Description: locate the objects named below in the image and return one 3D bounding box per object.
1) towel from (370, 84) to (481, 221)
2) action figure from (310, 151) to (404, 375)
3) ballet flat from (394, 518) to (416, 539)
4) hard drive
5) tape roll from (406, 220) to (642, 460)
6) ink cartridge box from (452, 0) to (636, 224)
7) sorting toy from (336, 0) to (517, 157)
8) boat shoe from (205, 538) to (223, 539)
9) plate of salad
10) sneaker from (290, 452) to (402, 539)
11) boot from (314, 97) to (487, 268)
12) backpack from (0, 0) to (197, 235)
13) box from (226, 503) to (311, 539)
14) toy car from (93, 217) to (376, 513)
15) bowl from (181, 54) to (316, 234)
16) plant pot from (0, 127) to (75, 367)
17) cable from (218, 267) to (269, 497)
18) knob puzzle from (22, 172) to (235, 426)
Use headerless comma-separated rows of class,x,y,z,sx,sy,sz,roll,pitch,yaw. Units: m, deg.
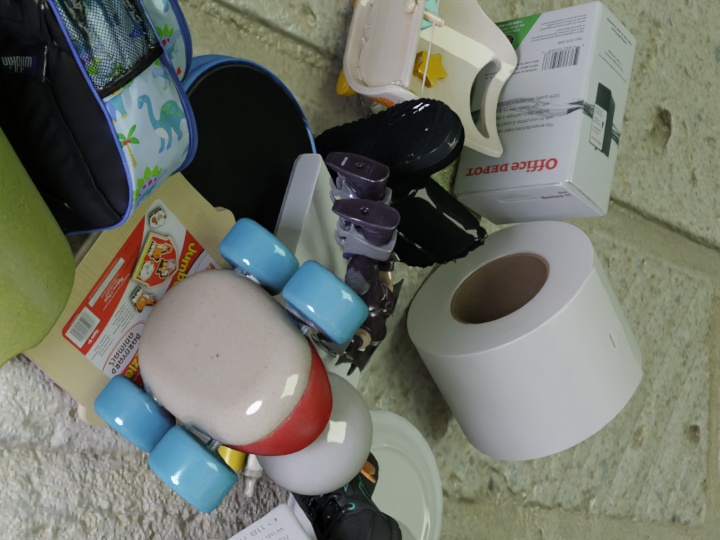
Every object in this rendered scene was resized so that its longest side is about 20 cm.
towel,0.085,-0.145,1.392,0.200,0.036,0.150,49,52,-36
action figure,0.000,0.000,1.135,0.202,0.068,0.131,91,8,-47
ballet flat,0.019,0.256,1.114,0.070,0.069,0.201,56,8,-31
hard drive,-0.031,0.012,1.184,0.201,0.026,0.133,64,34,-54
tape roll,0.162,0.067,1.338,0.203,0.201,0.140,-54,126,-38
ink cartridge box,0.187,-0.155,1.375,0.083,0.145,0.203,31,65,-43
sorting toy,0.080,-0.197,1.299,0.179,0.106,0.203,28,59,-30
boat shoe,-0.116,0.258,1.089,0.198,0.076,0.072,-2,50,-41
plate of salad,0.001,0.229,1.244,0.198,0.048,0.204,-2,92,-42
sneaker,-0.023,0.193,1.092,0.079,0.200,0.076,37,101,-21
boot,0.056,-0.071,1.232,0.162,0.197,0.074,42,59,-32
backpack,-0.201,-0.136,0.927,0.147,0.181,0.202,-48,126,-40
box,-0.081,0.320,0.991,0.197,0.131,0.202,-30,122,-14
toy car,-0.061,0.102,1.033,0.185,0.176,0.200,-51,132,-8
bowl,-0.107,-0.084,1.148,0.199,0.039,0.204,7,81,-51
plant pot,-0.276,-0.032,0.838,0.185,0.198,0.202,57,46,-44
cable,-0.079,0.084,1.122,0.097,0.050,0.203,-10,114,-57
knob puzzle,-0.163,0.032,1.057,0.218,0.030,0.223,-25,125,-43
